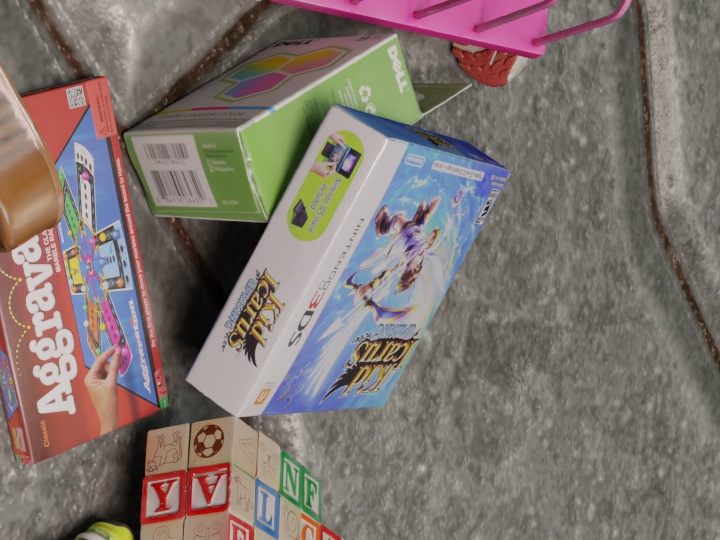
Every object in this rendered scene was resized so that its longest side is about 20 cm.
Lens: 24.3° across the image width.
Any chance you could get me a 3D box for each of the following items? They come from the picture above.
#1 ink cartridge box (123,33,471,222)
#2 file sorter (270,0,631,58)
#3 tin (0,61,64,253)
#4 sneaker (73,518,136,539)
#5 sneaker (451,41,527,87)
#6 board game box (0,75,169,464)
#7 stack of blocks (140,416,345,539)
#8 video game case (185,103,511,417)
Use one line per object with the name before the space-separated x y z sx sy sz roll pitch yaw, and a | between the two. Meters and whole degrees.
ink cartridge box | -0.035 -0.100 1.018 0.200 0.104 0.059 -36 118 -39
file sorter | 0.063 -0.229 1.040 0.200 0.125 0.139 8 82 -26
tin | -0.215 -0.098 0.819 0.042 0.112 0.200 -35 109 -23
sneaker | -0.156 0.247 0.946 0.081 0.074 0.200 -14 95 -38
sneaker | 0.119 -0.227 1.191 0.082 0.078 0.200 19 83 -54
board game box | -0.169 -0.002 0.946 0.103 0.019 0.200 -22 108 -42
stack of blocks | -0.055 0.178 1.002 0.200 0.058 0.115 46 39 -53
video game case | 0.000 0.000 1.010 0.181 0.045 0.200 -61 157 11
